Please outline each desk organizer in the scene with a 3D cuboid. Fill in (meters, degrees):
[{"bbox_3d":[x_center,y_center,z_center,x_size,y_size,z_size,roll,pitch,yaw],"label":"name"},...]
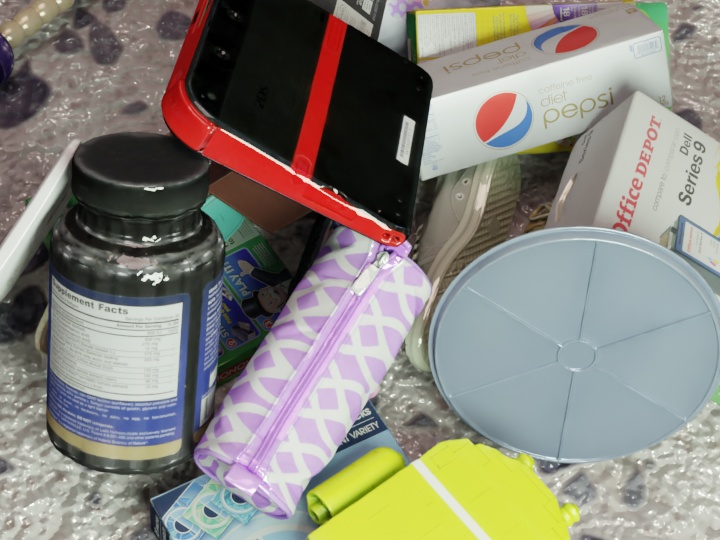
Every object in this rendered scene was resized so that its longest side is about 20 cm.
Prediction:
[{"bbox_3d":[-0.046,-0.132,1.323,0.072,0.077,0.201,33,50,-28],"label":"desk organizer"}]

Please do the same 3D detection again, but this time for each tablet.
[{"bbox_3d":[-0.220,-0.027,1.229,0.014,0.200,0.130,33,86,-7],"label":"tablet"}]

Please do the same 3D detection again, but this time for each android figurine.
[{"bbox_3d":[0.050,0.185,1.158,0.200,0.041,0.182,-33,64,-26],"label":"android figurine"}]

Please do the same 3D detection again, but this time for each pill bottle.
[{"bbox_3d":[-0.143,0.020,1.168,0.111,0.201,0.112,5,26,-2],"label":"pill bottle"}]

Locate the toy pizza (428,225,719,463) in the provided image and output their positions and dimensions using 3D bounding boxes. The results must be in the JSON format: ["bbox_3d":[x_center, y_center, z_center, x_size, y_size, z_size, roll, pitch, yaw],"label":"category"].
[{"bbox_3d":[0.145,0.048,1.227,0.199,0.201,0.032,7,36,0],"label":"toy pizza"}]

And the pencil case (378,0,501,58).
[{"bbox_3d":[0.019,-0.204,1.452,0.200,0.091,0.083,-30,59,-21],"label":"pencil case"}]

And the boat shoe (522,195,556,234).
[{"bbox_3d":[0.137,0.000,1.324,0.073,0.063,0.201,10,54,35],"label":"boat shoe"}]

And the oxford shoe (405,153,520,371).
[{"bbox_3d":[0.065,-0.011,1.340,0.058,0.075,0.201,1,54,28],"label":"oxford shoe"}]

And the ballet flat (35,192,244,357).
[{"bbox_3d":[-0.163,-0.002,1.288,0.062,0.068,0.200,19,47,40],"label":"ballet flat"}]

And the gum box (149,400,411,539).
[{"bbox_3d":[-0.018,0.201,1.192,0.169,0.045,0.200,-23,59,-20],"label":"gum box"}]

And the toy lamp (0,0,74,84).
[{"bbox_3d":[-0.232,-0.227,1.468,0.058,0.058,0.200,35,58,18],"label":"toy lamp"}]

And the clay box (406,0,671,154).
[{"bbox_3d":[0.138,-0.148,1.414,0.199,0.048,0.116,-3,97,-8],"label":"clay box"}]

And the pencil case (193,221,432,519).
[{"bbox_3d":[-0.028,0.063,1.185,0.084,0.085,0.200,33,74,-7],"label":"pencil case"}]

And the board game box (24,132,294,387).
[{"bbox_3d":[-0.138,-0.004,1.336,0.134,0.029,0.200,-27,62,-21],"label":"board game box"}]

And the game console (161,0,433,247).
[{"bbox_3d":[-0.037,-0.113,1.210,0.176,0.031,0.200,30,36,-15],"label":"game console"}]

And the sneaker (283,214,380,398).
[{"bbox_3d":[0.000,0.000,1.293,0.082,0.070,0.201,22,69,-9],"label":"sneaker"}]

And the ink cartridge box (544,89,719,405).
[{"bbox_3d":[0.235,-0.009,1.294,0.200,0.088,0.146,30,55,-11],"label":"ink cartridge box"}]

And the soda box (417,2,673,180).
[{"bbox_3d":[0.124,-0.134,1.348,0.199,0.064,0.068,-16,30,-6],"label":"soda box"}]
